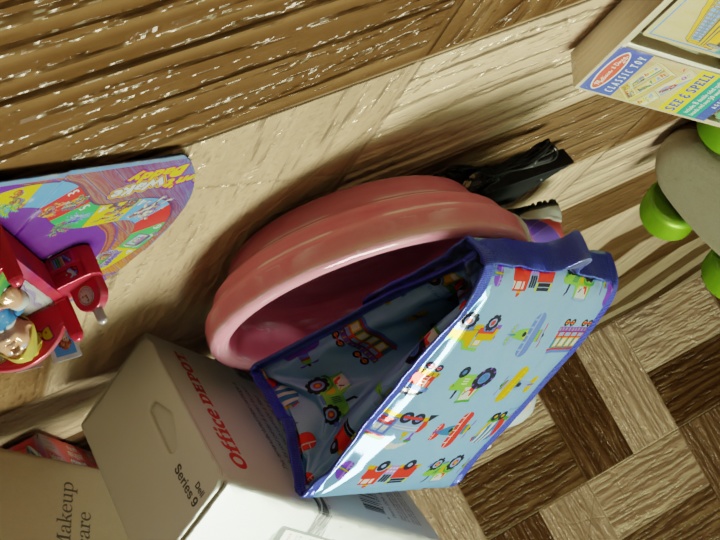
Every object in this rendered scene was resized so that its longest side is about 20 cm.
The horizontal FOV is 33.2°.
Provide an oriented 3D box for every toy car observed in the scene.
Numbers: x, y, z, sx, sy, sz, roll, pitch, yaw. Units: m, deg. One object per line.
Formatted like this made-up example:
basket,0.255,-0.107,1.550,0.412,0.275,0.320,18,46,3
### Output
toy car,0.375,-0.100,1.079,0.199,0.158,0.165,-36,163,-26

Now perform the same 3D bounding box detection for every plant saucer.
plant saucer,0.000,0.000,0.722,0.199,0.051,0.201,-18,162,-6

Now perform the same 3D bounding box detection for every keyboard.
keyboard,0.072,-0.054,0.818,0.199,0.021,0.127,-21,173,-39

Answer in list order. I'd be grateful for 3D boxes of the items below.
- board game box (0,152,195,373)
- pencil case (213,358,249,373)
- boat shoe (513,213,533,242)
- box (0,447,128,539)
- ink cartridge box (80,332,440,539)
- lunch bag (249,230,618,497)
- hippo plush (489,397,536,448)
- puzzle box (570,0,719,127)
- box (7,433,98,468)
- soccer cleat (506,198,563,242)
board game box,-0.150,0.015,0.506,0.199,0.039,0.158,-17,164,-50
pencil case,-0.062,0.084,0.910,0.199,0.087,0.083,-27,-158,-15
boat shoe,0.098,0.039,0.872,0.073,0.066,0.201,3,143,-8
box,-0.196,0.180,0.777,0.199,0.096,0.078,18,141,-34
ink cartridge box,-0.065,0.139,0.783,0.199,0.146,0.084,27,106,-42
lunch bag,0.060,0.046,0.717,0.200,0.095,0.150,-41,151,30
hippo plush,0.096,0.095,1.171,0.199,0.162,0.159,-24,168,-24
puzzle box,0.215,-0.139,0.611,0.132,0.026,0.200,11,152,-21
box,-0.250,0.198,0.935,0.102,0.095,0.200,-27,169,-7
soccer cleat,0.109,-0.009,0.930,0.068,0.074,0.199,-13,-179,32
